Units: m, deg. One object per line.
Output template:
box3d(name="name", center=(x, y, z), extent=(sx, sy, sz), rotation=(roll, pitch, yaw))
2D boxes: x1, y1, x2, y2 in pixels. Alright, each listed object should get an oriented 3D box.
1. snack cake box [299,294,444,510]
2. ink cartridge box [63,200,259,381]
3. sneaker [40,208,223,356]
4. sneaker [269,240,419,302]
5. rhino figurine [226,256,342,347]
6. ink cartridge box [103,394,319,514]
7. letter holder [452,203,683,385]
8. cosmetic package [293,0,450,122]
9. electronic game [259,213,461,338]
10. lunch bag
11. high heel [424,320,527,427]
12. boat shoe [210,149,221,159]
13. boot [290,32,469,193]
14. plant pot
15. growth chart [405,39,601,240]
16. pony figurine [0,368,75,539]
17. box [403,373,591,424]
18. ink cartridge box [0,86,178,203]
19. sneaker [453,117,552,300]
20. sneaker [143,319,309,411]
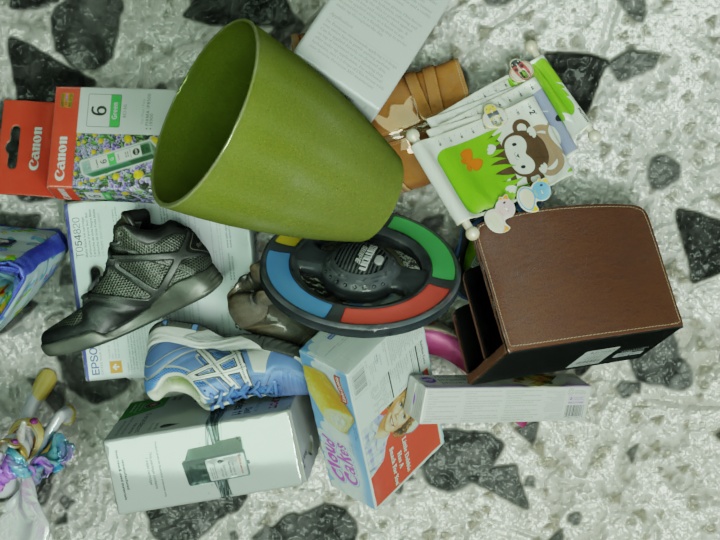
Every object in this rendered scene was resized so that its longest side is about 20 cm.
box3d(name="snack cake box", center=(0.014, 0.129, 1.647), extent=(0.067, 0.115, 0.201), rotation=(24, 141, 34))
box3d(name="ink cartridge box", center=(-0.202, 0.013, 1.721), extent=(0.198, 0.041, 0.202), rotation=(-3, 102, 5))
box3d(name="sneaker", center=(-0.251, 0.009, 1.667), extent=(0.198, 0.076, 0.115), rotation=(-27, 97, 7))
box3d(name="sneaker", center=(0.003, -0.014, 1.699), extent=(0.198, 0.077, 0.089), rotation=(14, 72, 3))
box3d(name="rhino figurine", center=(-0.054, 0.063, 1.685), extent=(0.200, 0.060, 0.087), rotation=(38, 135, -25))
box3d(name="ink cartridge box", center=(-0.151, 0.179, 1.701), extent=(0.198, 0.147, 0.084), rotation=(-9, 100, 6))
box3d(name="letter holder", center=(0.196, 0.019, 1.628), extent=(0.198, 0.101, 0.143), rotation=(-7, 71, -22))
box3d(name="cosmetic package", center=(0.022, -0.252, 1.589), extent=(0.101, 0.071, 0.201), rotation=(34, 76, -3))
box3d(name="electronic game", center=(0.000, 0.000, 1.598), extent=(0.198, 0.201, 0.042), rotation=(6, 126, 3))
box3d(name="lunch bag", center=(-0.407, 0.022, 1.675), extent=(0.198, 0.170, 0.128), rotation=(-23, 100, 10))
box3d(name="high heel", center=(0.091, 0.104, 1.708), extent=(0.198, 0.067, 0.097), rotation=(8, 98, -8))
box3d(name="boat shoe", center=(-0.094, -0.094, 1.636), extent=(0.198, 0.068, 0.072), rotation=(21, 144, -7))
box3d(name="boot", center=(0.029, -0.176, 1.641), extent=(0.154, 0.077, 0.201), rotation=(-26, 102, 11))
box3d(name="plant pot", center=(-0.065, -0.107, 1.535), extent=(0.199, 0.187, 0.188), rotation=(25, 105, -27))
box3d(name="growth chart", center=(0.143, -0.125, 1.605), extent=(0.199, 0.018, 0.145), rotation=(-35, 80, -24))
box3d(name="pony figurine", center=(-0.371, 0.210, 1.697), extent=(0.166, 0.200, 0.194), rotation=(31, 103, -3))
box3d(name="box", center=(0.140, 0.129, 1.651), extent=(0.198, 0.039, 0.042), rotation=(0, 107, -26))
box3d(name="ink cartridge box", center=(-0.279, -0.129, 1.672), extent=(0.198, 0.050, 0.110), rotation=(2, 78, 3))
box3d(name="sneaker", center=(0.147, -0.057, 1.653), extent=(0.078, 0.089, 0.202), rotation=(19, 101, 0))
box3d(name="sneaker", center=(-0.127, 0.109, 1.663), extent=(0.198, 0.076, 0.078), rotation=(7, 61, 14))
